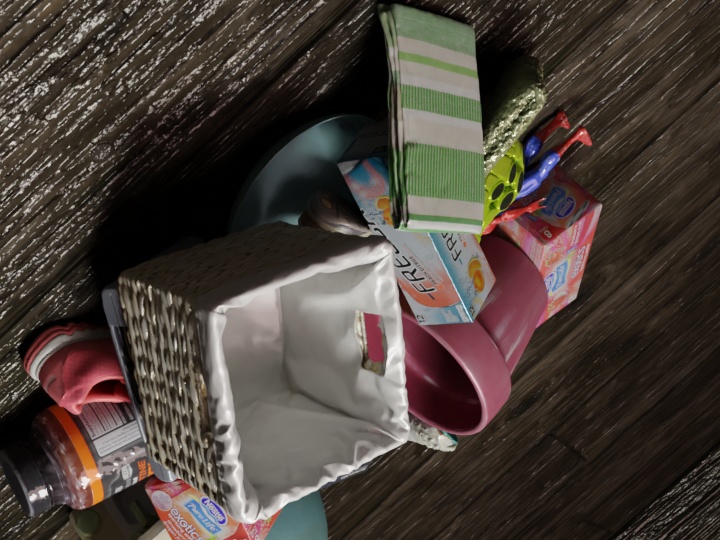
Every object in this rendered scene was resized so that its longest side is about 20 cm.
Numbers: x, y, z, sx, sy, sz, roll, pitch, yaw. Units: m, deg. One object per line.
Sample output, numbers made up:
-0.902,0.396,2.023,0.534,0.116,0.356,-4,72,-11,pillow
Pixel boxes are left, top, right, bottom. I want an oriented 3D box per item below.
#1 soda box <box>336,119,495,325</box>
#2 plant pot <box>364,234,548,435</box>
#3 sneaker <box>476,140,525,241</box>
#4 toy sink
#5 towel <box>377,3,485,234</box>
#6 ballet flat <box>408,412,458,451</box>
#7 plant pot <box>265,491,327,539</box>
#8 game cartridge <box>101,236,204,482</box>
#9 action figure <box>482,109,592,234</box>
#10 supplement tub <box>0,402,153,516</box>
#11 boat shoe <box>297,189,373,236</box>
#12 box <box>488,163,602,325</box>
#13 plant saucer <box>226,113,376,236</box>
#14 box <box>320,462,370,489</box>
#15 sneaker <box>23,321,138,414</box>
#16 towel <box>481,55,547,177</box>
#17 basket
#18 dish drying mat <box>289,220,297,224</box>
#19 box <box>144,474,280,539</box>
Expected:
0.056,-0.043,1.208,0.068,0.063,0.200,-56,128,-41,soda box
0.118,0.061,1.497,0.179,0.200,0.200,-44,156,-27,plant pot
0.109,-0.075,1.401,0.200,0.083,0.074,-54,140,-13,sneaker
-0.236,0.283,1.444,0.130,0.112,0.200,-42,157,2,toy sink
0.067,-0.134,1.165,0.023,0.201,0.152,-7,176,35,towel
0.076,0.181,1.621,0.071,0.200,0.072,-2,113,-5,ballet flat
-0.120,0.357,1.670,0.200,0.135,0.200,-30,150,-19,plant pot
-0.164,0.078,1.190,0.133,0.040,0.201,-35,122,-45,game cartridge
0.173,-0.094,1.455,0.200,0.065,0.052,-41,145,-3,action figure
-0.249,0.165,1.261,0.199,0.107,0.107,-26,149,-25,supplement tub
0.000,-0.022,1.266,0.200,0.076,0.072,20,113,-50,boat shoe
0.213,-0.024,1.566,0.102,0.095,0.200,-33,152,-23,box
-0.054,-0.069,1.228,0.200,0.027,0.201,-35,148,-25,plant saucer
-0.062,0.210,1.595,0.199,0.079,0.141,-15,146,-39,box
-0.215,0.088,1.213,0.200,0.087,0.074,-16,145,-39,sneaker
0.116,-0.126,1.297,0.200,0.036,0.148,-50,-170,20,towel
-0.084,0.077,1.111,0.200,0.160,0.199,-22,114,-38,basket
-0.120,0.025,1.315,0.077,0.018,0.200,-19,145,-40,dish drying mat
-0.130,0.206,1.356,0.095,0.100,0.200,-15,-161,25,box
